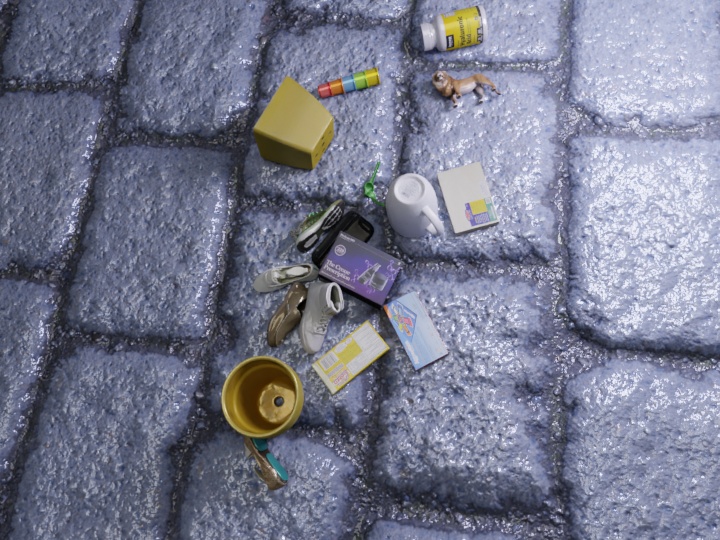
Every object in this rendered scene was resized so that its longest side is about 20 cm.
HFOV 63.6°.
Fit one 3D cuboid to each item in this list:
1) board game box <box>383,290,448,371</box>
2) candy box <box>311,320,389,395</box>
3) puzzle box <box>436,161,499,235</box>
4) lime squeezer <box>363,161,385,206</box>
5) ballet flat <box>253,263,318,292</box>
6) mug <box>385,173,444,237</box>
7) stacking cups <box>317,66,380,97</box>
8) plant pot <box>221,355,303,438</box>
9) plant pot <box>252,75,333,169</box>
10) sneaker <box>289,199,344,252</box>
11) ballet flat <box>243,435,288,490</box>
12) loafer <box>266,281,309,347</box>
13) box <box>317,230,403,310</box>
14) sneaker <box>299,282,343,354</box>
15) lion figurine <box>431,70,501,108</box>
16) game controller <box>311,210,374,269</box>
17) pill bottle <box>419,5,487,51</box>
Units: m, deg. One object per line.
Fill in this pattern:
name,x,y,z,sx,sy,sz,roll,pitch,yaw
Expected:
board game box,0.151,0.164,1.599,0.102,0.019,0.201,-26,71,-2
candy box,-0.027,0.239,1.596,0.200,0.026,0.102,-38,74,-5
puzzle box,0.311,-0.209,1.691,0.132,0.025,0.201,-14,71,3
lime squeezer,0.041,-0.236,1.714,0.070,0.038,0.201,-24,43,20
ballet flat,-0.221,0.013,1.675,0.198,0.069,0.070,-12,71,5
mug,0.159,-0.173,1.621,0.147,0.175,0.200,-41,72,-6
stacking cups,-0.037,-0.598,1.852,0.199,0.061,0.061,-11,71,8
plant pot,-0.235,0.335,1.509,0.199,0.189,0.202,-2,73,8
plant pot,-0.187,-0.420,1.751,0.176,0.200,0.201,29,78,3
sneaker,-0.133,-0.150,1.715,0.200,0.077,0.089,-43,63,-9
ballet flat,-0.268,0.491,1.532,0.065,0.070,0.200,-41,67,9
loafer,-0.198,0.128,1.630,0.067,0.076,0.201,20,76,20
box,0.000,0.000,1.625,0.199,0.079,0.142,26,76,4
sneaker,-0.104,0.129,1.585,0.115,0.073,0.202,-6,77,53
lion figurine,0.324,-0.570,1.789,0.198,0.073,0.123,-7,58,-9
game controller,-0.052,-0.079,1.700,0.104,0.042,0.200,40,82,3
pill bottle,0.290,-0.753,1.822,0.198,0.111,0.112,-12,71,5
